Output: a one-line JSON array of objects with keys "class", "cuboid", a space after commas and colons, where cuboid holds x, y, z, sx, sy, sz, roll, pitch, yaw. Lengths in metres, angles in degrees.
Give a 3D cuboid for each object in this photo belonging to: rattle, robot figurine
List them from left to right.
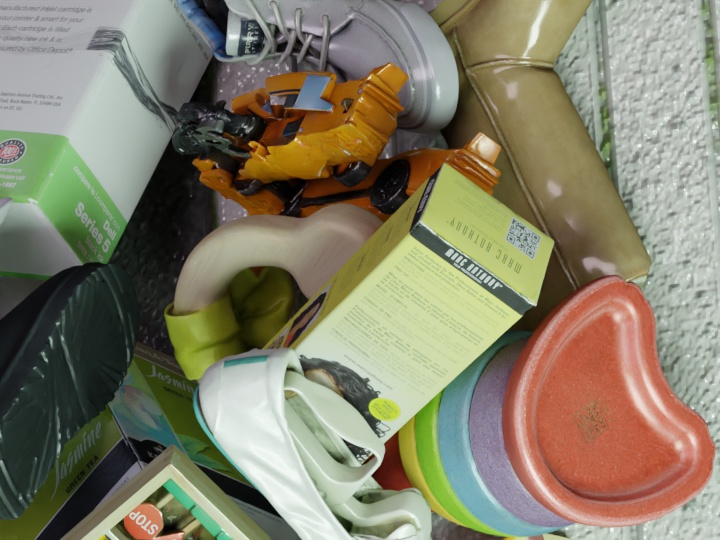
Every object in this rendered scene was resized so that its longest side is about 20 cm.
[{"class": "robot figurine", "cuboid": [-0.016, -0.061, 1.557, 0.200, 0.145, 0.058, -2, 56, 57]}, {"class": "rattle", "cuboid": [0.000, 0.000, 1.541, 0.200, 0.143, 0.131, -40, 77, 32]}]

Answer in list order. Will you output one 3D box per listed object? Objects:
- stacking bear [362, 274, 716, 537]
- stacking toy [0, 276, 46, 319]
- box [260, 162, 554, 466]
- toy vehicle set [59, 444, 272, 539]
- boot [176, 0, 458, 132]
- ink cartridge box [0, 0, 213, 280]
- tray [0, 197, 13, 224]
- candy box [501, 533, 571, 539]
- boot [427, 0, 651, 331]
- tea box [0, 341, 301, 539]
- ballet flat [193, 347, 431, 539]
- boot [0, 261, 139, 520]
[{"class": "stacking bear", "cuboid": [0.070, 0.086, 1.486, 0.200, 0.113, 0.122, -13, 105, 57]}, {"class": "stacking toy", "cuboid": [-0.277, 0.010, 1.741, 0.199, 0.146, 0.147, -4, 78, 20]}, {"class": "box", "cuboid": [0.011, 0.034, 1.437, 0.200, 0.075, 0.050, -47, 14, 41]}, {"class": "toy vehicle set", "cuboid": [-0.074, 0.199, 1.469, 0.124, 0.027, 0.200, -41, 106, 13]}, {"class": "boot", "cuboid": [-0.030, -0.126, 1.582, 0.200, 0.095, 0.074, 38, 130, 52]}, {"class": "ink cartridge box", "cuboid": [-0.187, -0.099, 1.673, 0.145, 0.084, 0.201, 5, 56, 33]}, {"class": "tray", "cuboid": [-0.282, 0.008, 1.602, 0.199, 0.107, 0.022, -10, 118, 47]}, {"class": "candy box", "cuboid": [0.039, 0.233, 1.525, 0.199, 0.055, 0.116, -30, 65, 25]}, {"class": "boot", "cuboid": [0.114, -0.077, 1.530, 0.175, 0.066, 0.201, -41, 60, 38]}, {"class": "tea box", "cuboid": [-0.154, 0.165, 1.591, 0.200, 0.133, 0.197, -50, 43, 16]}, {"class": "ballet flat", "cuboid": [-0.005, 0.117, 1.442, 0.069, 0.200, 0.070, -32, 23, 15]}, {"class": "boot", "cuboid": [-0.225, 0.063, 1.506, 0.161, 0.074, 0.199, 1, 37, 26]}]
